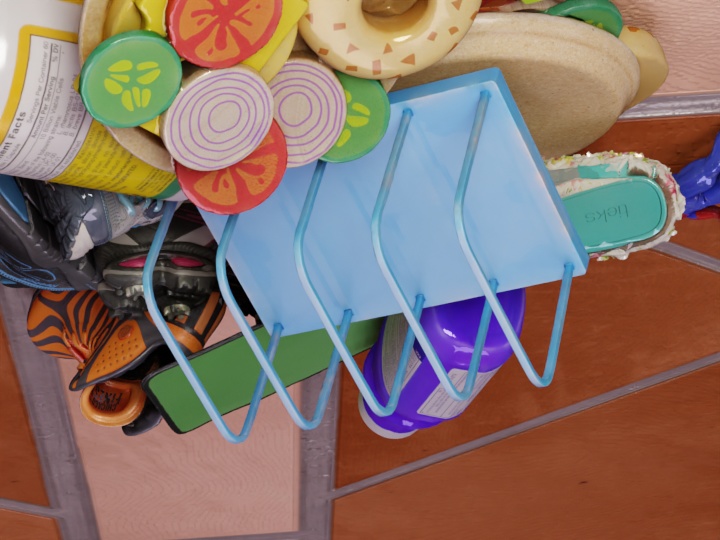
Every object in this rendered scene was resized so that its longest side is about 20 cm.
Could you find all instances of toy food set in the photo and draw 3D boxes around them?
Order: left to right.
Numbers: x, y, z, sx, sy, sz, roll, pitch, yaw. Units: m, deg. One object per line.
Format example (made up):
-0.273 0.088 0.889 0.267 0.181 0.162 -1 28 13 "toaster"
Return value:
-0.048 -0.122 1.432 0.199 0.049 0.198 25 109 -40 "toy food set"
0.063 -0.107 1.603 0.199 0.049 0.198 -15 157 25 "toy food set"

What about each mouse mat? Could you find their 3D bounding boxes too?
-0.037 0.045 1.780 0.199 0.008 0.161 -26 164 -2 "mouse mat"

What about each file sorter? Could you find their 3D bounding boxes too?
0.000 0.000 1.542 0.199 0.123 0.139 -12 126 24 "file sorter"

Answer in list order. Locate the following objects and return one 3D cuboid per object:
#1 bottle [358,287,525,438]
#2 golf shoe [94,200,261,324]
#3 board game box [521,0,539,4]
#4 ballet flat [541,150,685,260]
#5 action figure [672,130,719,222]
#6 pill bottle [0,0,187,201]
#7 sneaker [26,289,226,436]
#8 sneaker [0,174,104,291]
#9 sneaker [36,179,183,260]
0.045 0.050 1.754 0.065 0.084 0.200 11 155 -11 "bottle"
-0.067 -0.014 1.774 0.199 0.089 0.077 6 155 -22 "golf shoe"
0.086 -0.199 1.391 0.101 0.048 0.200 -14 157 22 "board game box"
0.087 -0.031 1.632 0.198 0.076 0.064 -2 -167 9 "ballet flat"
0.212 -0.050 1.811 0.065 0.052 0.200 6 159 -36 "action figure"
-0.171 -0.104 1.490 0.199 0.114 0.113 8 155 -32 "pill bottle"
-0.170 0.051 1.855 0.077 0.113 0.199 38 148 -25 "sneaker"
-0.212 -0.027 1.737 0.081 0.074 0.200 -8 158 12 "sneaker"
-0.138 -0.058 1.640 0.086 0.078 0.200 -17 -175 2 "sneaker"
